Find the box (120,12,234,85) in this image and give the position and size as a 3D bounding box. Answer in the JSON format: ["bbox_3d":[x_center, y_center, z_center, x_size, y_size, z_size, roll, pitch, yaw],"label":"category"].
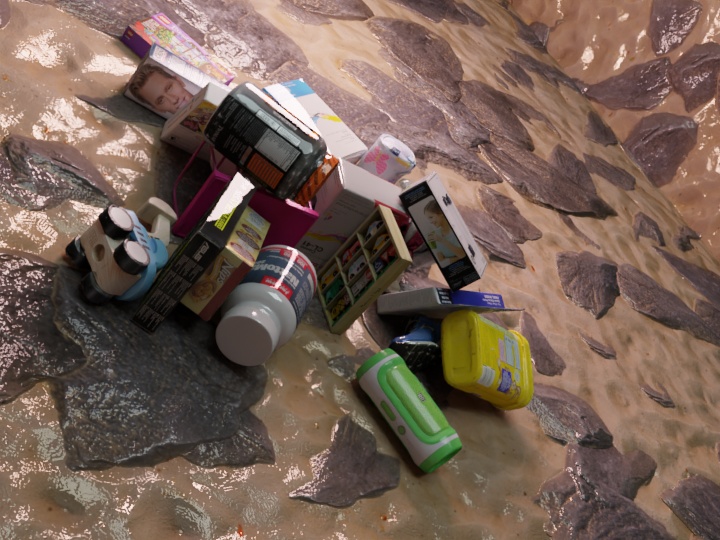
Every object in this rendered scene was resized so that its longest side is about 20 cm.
[{"bbox_3d":[-0.360,-0.422,1.928,0.200,0.039,0.137,41,30,-3],"label":"box"}]

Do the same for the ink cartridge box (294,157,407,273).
[{"bbox_3d":[-0.035,-0.085,1.724,0.148,0.200,0.086,21,38,-32],"label":"ink cartridge box"}]

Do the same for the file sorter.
[{"bbox_3d":[-0.199,-0.117,1.638,0.200,0.139,0.125,21,36,-32],"label":"file sorter"}]

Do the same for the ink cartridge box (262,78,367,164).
[{"bbox_3d":[-0.121,-0.242,1.873,0.200,0.147,0.145,46,31,7],"label":"ink cartridge box"}]

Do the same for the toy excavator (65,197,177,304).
[{"bbox_3d":[-0.333,-0.037,1.448,0.200,0.100,0.195,17,38,-57],"label":"toy excavator"}]

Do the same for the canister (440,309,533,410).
[{"bbox_3d":[0.229,0.162,1.760,0.200,0.087,0.149,28,54,-50],"label":"canister"}]

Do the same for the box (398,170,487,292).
[{"bbox_3d":[0.149,-0.072,1.734,0.200,0.060,0.117,60,18,-7],"label":"box"}]

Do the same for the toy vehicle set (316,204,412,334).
[{"bbox_3d":[0.000,0.000,1.660,0.026,0.200,0.124,16,39,-39],"label":"toy vehicle set"}]

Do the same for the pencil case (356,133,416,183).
[{"bbox_3d":[0.021,-0.171,1.897,0.091,0.200,0.083,38,26,-7],"label":"pencil case"}]

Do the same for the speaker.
[{"bbox_3d":[0.078,0.227,1.580,0.088,0.088,0.200,-12,60,-54],"label":"speaker"}]

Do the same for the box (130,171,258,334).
[{"bbox_3d":[-0.241,-0.029,1.421,0.048,0.200,0.193,35,31,-14],"label":"box"}]

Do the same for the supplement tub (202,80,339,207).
[{"bbox_3d":[-0.141,-0.199,1.553,0.200,0.123,0.123,38,31,-3],"label":"supplement tub"}]

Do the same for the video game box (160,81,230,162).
[{"bbox_3d":[-0.226,-0.240,1.719,0.200,0.182,0.047,24,64,-28],"label":"video game box"}]

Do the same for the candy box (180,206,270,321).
[{"bbox_3d":[-0.204,-0.015,1.489,0.055,0.115,0.200,38,18,-11],"label":"candy box"}]

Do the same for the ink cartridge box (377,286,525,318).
[{"bbox_3d":[0.167,0.059,1.793,0.200,0.200,0.041,7,80,-46],"label":"ink cartridge box"}]

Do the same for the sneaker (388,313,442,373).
[{"bbox_3d":[0.102,0.129,1.752,0.089,0.079,0.200,48,22,22],"label":"sneaker"}]

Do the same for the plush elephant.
[{"bbox_3d":[0.069,-0.049,1.857,0.165,0.200,0.155,45,53,3],"label":"plush elephant"}]

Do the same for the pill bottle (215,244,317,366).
[{"bbox_3d":[-0.147,0.055,1.500,0.120,0.120,0.200,37,31,-9],"label":"pill bottle"}]

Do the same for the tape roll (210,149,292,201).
[{"bbox_3d":[-0.163,-0.186,1.709,0.203,0.203,0.037,24,58,-28],"label":"tape roll"}]

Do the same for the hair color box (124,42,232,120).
[{"bbox_3d":[-0.321,-0.321,1.789,0.200,0.100,0.061,29,35,-21],"label":"hair color box"}]
